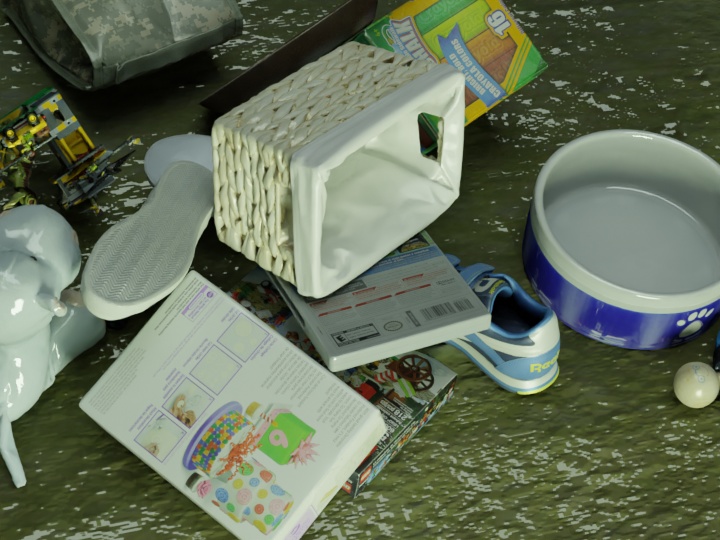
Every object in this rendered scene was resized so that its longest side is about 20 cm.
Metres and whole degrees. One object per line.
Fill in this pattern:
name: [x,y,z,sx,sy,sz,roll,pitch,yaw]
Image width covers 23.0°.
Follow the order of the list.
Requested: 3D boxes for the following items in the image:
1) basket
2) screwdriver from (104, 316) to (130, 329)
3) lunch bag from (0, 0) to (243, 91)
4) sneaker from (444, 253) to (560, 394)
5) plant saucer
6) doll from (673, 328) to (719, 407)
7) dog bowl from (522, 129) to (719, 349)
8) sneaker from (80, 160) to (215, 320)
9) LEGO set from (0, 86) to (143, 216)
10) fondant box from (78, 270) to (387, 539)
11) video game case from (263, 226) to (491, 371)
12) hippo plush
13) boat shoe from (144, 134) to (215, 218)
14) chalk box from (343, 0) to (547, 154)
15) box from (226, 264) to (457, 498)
basket: [-0.019,-0.091,1.458,0.123,0.136,0.200,25,42,29]
screwdriver: [-0.188,-0.028,1.560,0.029,0.028,0.200,36,47,-18]
lunch bag: [-0.227,-0.251,1.679,0.164,0.118,0.200,-24,53,-26]
sneaker: [0.089,0.024,1.522,0.200,0.082,0.074,28,54,17]
plant saucer: [-0.060,-0.200,1.635,0.200,0.200,0.032,-39,98,-32]
doll: [0.364,0.079,1.538,0.199,0.049,0.137,-14,63,-11]
dog bowl: [0.248,-0.029,1.591,0.199,0.079,0.201,4,51,-5]
sneaker: [-0.181,0.005,1.443,0.074,0.116,0.200,32,37,0]
LEGO set: [-0.277,-0.076,1.511,0.154,0.200,0.116,-37,104,-17]
fondant box: [-0.101,0.116,1.402,0.200,0.058,0.144,36,77,20]
video game case: [0.000,0.000,1.467,0.143,0.018,0.200,-15,42,-20]
hippo plush: [-0.298,0.028,1.409,0.159,0.161,0.200,19,50,7]
boat shoe: [-0.097,-0.064,1.578,0.199,0.065,0.074,18,70,-1]
chalk box: [0.046,-0.171,1.623,0.200,0.124,0.125,-37,92,-32]
box: [-0.039,0.083,1.483,0.200,0.038,0.137,34,54,19]
